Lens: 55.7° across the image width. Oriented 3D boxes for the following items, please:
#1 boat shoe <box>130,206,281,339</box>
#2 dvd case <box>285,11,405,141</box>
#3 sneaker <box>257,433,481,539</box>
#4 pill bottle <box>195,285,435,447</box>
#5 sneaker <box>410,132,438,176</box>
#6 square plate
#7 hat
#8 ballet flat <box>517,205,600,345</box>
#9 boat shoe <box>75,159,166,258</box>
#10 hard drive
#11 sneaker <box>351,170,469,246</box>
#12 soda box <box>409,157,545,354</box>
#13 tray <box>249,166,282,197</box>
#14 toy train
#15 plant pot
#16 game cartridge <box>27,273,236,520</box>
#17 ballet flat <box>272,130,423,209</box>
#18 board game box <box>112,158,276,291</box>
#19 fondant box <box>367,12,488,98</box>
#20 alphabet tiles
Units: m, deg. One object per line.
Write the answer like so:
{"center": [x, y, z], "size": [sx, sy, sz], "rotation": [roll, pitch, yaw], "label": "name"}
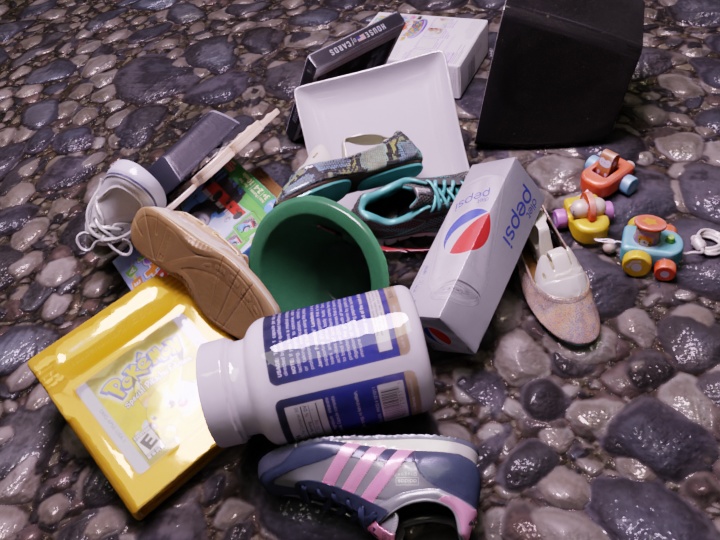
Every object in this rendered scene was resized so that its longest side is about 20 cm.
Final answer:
{"center": [-0.152, -0.004, 0.724], "size": [0.199, 0.074, 0.069], "rotation": [40, 24, 13], "label": "boat shoe"}
{"center": [-0.027, -0.266, 0.956], "size": [0.149, 0.200, 0.025], "rotation": [-34, 84, -21], "label": "dvd case"}
{"center": [0.003, 0.189, 0.576], "size": [0.196, 0.071, 0.083], "rotation": [-7, 51, 12], "label": "sneaker"}
{"center": [-0.039, 0.090, 0.616], "size": [0.196, 0.117, 0.117], "rotation": [-13, 44, -1], "label": "pill bottle"}
{"center": [0.020, -0.163, 0.925], "size": [0.112, 0.078, 0.201], "rotation": [-40, 63, 2], "label": "sneaker"}
{"center": [0.031, -0.152, 0.853], "size": [0.194, 0.028, 0.204], "rotation": [-12, 87, 6], "label": "square plate"}
{"center": [0.000, 0.000, 0.776], "size": [0.198, 0.168, 0.175], "rotation": [31, 22, 20], "label": "hat"}
{"center": [0.199, -0.011, 0.732], "size": [0.067, 0.068, 0.202], "rotation": [-14, 45, -5], "label": "ballet flat"}
{"center": [-0.287, -0.055, 0.785], "size": [0.201, 0.074, 0.087], "rotation": [-23, 34, 57], "label": "boat shoe"}
{"center": [-0.245, -0.129, 0.881], "size": [0.199, 0.042, 0.136], "rotation": [-22, 27, 51], "label": "hard drive"}
{"center": [0.080, -0.075, 0.784], "size": [0.196, 0.091, 0.079], "rotation": [-15, 80, 3], "label": "sneaker"}
{"center": [0.118, -0.018, 0.708], "size": [0.063, 0.068, 0.202], "rotation": [-1, 53, 52], "label": "soda box"}
{"center": [-0.120, -0.054, 0.864], "size": [0.098, 0.037, 0.200], "rotation": [-30, 47, -18], "label": "tray"}
{"center": [0.311, -0.077, 0.783], "size": [0.149, 0.056, 0.200], "rotation": [-28, 47, -16], "label": "toy train"}
{"center": [0.270, -0.287, 0.911], "size": [0.174, 0.202, 0.201], "rotation": [14, 49, 10], "label": "plant pot"}
{"center": [-0.206, 0.111, 0.684], "size": [0.176, 0.033, 0.200], "rotation": [-38, 68, -24], "label": "game cartridge"}
{"center": [-0.021, -0.117, 0.785], "size": [0.197, 0.075, 0.074], "rotation": [-19, 43, -28], "label": "ballet flat"}
{"center": [-0.188, -0.031, 0.819], "size": [0.200, 0.037, 0.151], "rotation": [-44, 50, -7], "label": "board game box"}
{"center": [0.091, -0.350, 1.096], "size": [0.197, 0.059, 0.145], "rotation": [14, 50, 23], "label": "fondant box"}
{"center": [-0.187, -0.133, 0.858], "size": [0.196, 0.015, 0.199], "rotation": [-47, 17, -21], "label": "alphabet tiles"}
